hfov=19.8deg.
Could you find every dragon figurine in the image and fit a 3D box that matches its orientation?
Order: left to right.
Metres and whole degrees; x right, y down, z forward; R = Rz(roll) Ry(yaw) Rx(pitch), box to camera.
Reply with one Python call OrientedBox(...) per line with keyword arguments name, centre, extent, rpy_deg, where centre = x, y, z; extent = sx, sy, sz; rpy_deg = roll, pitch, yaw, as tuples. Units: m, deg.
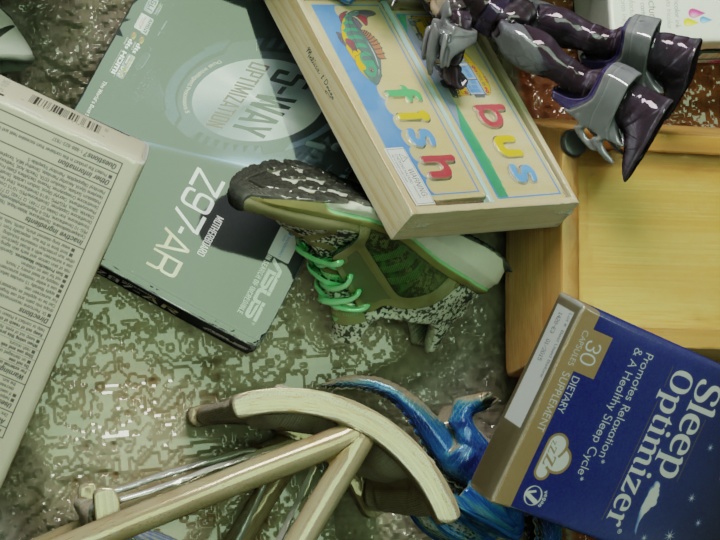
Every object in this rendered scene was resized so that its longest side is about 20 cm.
OrientedBox(name="dragon figurine", centre=(0.067, 0.128, 1.199), extent=(0.200, 0.059, 0.100), rpy_deg=(23, 68, -22))

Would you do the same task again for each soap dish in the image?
OrientedBox(name="soap dish", centre=(0.188, -0.013, 1.240), extent=(0.200, 0.081, 0.158), rpy_deg=(2, 83, -10))

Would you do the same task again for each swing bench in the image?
OrientedBox(name="swing bench", centre=(-0.075, 0.139, 1.108), extent=(0.200, 0.199, 0.130), rpy_deg=(-40, 92, -14))

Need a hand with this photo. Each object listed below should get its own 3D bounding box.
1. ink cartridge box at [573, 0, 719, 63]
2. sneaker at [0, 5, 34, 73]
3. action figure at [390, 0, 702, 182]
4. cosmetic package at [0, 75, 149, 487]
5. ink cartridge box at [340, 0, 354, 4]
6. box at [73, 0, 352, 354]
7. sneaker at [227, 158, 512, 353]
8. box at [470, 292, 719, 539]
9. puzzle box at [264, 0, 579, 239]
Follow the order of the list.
OrientedBox(name="ink cartridge box", centre=(0.234, -0.191, 1.277), extent=(0.200, 0.067, 0.116), rpy_deg=(-3, 84, -13))
OrientedBox(name="sneaker", centre=(-0.262, -0.074, 1.156), extent=(0.088, 0.074, 0.200), rpy_deg=(39, 78, -3))
OrientedBox(name="action figure", centre=(0.090, -0.139, 1.184), extent=(0.200, 0.069, 0.130), rpy_deg=(31, 44, 9))
OrientedBox(name="cosmetic package", centre=(-0.201, 0.005, 1.129), extent=(0.105, 0.071, 0.200), rpy_deg=(25, 100, -7))
OrientedBox(name="ink cartridge box", centre=(-0.027, -0.263, 1.190), extent=(0.116, 0.068, 0.200), rpy_deg=(29, 43, -25))
OrientedBox(name="box", centre=(-0.087, -0.076, 1.209), extent=(0.160, 0.044, 0.200), rpy_deg=(29, 79, -7))
OrientedBox(name="sneaker", centre=(0.000, 0.000, 1.177), extent=(0.200, 0.077, 0.089), rpy_deg=(21, 96, -39))
OrientedBox(name="box", centre=(0.170, 0.103, 1.188), extent=(0.200, 0.032, 0.121), rpy_deg=(22, 94, -31))
OrientedBox(name="puzzle box", centre=(0.031, -0.107, 1.180), extent=(0.133, 0.025, 0.200), rpy_deg=(-6, 58, -41))
